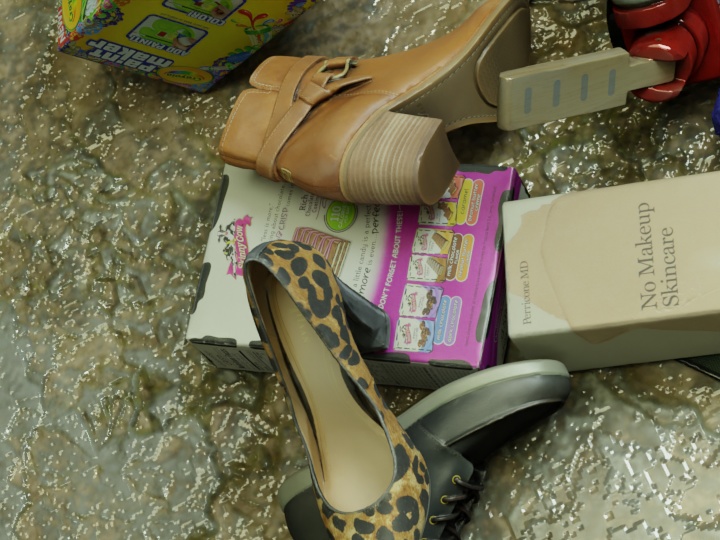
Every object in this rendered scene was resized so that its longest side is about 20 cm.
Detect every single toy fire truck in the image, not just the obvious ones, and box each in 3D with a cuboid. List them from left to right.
[{"bbox_3d":[0.153,-0.175,1.154,0.128,0.177,0.200,-9,25,24],"label":"toy fire truck"}]

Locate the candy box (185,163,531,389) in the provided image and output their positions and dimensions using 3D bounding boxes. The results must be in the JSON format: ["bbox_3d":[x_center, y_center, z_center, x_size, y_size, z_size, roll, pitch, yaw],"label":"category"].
[{"bbox_3d":[0.000,0.000,1.236,0.199,0.061,0.137,5,70,19],"label":"candy box"}]

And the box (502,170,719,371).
[{"bbox_3d":[0.190,-0.001,1.157,0.199,0.078,0.096,-9,68,16],"label":"box"}]

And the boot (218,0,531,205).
[{"bbox_3d":[0.014,-0.117,1.236,0.155,0.077,0.200,11,53,31],"label":"boot"}]

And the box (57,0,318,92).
[{"bbox_3d":[-0.107,-0.259,1.293,0.192,0.121,0.201,-32,55,47],"label":"box"}]

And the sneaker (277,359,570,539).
[{"bbox_3d":[0.054,0.138,1.163,0.199,0.075,0.107,-31,66,15],"label":"sneaker"}]

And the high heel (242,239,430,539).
[{"bbox_3d":[-0.024,0.085,1.089,0.071,0.142,0.201,-19,60,24],"label":"high heel"}]

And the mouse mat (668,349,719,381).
[{"bbox_3d":[0.287,0.014,1.166,0.199,0.008,0.161,25,79,26],"label":"mouse mat"}]

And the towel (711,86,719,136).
[{"bbox_3d":[0.309,-0.156,1.166,0.147,0.050,0.201,15,73,24],"label":"towel"}]
